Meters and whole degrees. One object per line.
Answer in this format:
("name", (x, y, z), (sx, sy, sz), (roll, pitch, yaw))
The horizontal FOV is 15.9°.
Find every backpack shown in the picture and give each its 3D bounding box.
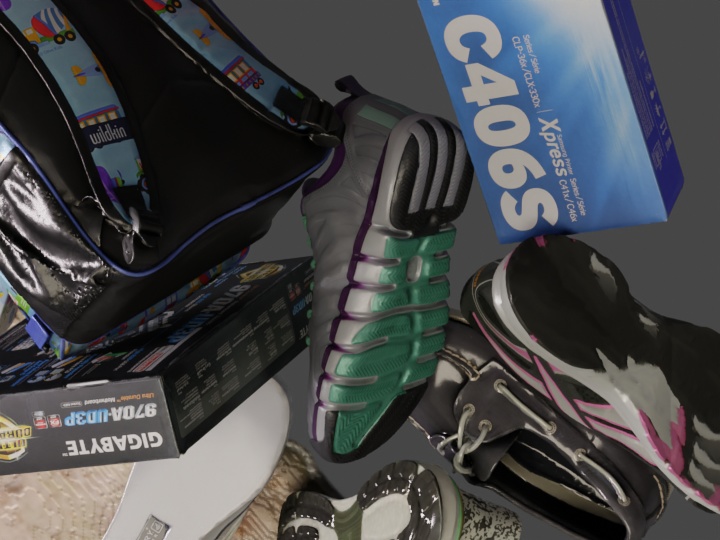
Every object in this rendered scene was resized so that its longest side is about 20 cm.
("backpack", (-0.140, -0.081, 1.313), (0.200, 0.182, 0.135), (50, 139, 6))

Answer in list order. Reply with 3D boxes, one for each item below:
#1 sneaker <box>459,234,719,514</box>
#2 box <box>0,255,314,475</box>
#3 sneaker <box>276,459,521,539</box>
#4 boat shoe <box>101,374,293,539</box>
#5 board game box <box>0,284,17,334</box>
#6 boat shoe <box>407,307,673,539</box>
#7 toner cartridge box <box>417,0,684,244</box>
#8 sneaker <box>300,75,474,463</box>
("sneaker", (0.134, 0.052, 1.358), (0.200, 0.080, 0.086), (45, 157, -18))
("box", (-0.126, 0.050, 1.369), (0.158, 0.200, 0.046), (-7, 105, 24))
("sneaker", (0.018, 0.161, 1.449), (0.088, 0.077, 0.200), (15, 160, -29))
("boat shoe", (-0.099, 0.136, 1.495), (0.072, 0.066, 0.200), (30, 105, 5))
("board game box", (-0.274, -0.055, 1.464), (0.200, 0.034, 0.135), (26, 126, 4))
("boat shoe", (0.075, 0.085, 1.396), (0.200, 0.063, 0.073), (30, 129, 3))
("toner cartridge box", (0.088, -0.114, 1.282), (0.095, 0.043, 0.200), (-9, 116, 25))
("sneaker", (0.000, 0.000, 1.364), (0.087, 0.074, 0.201), (35, 118, 40))
